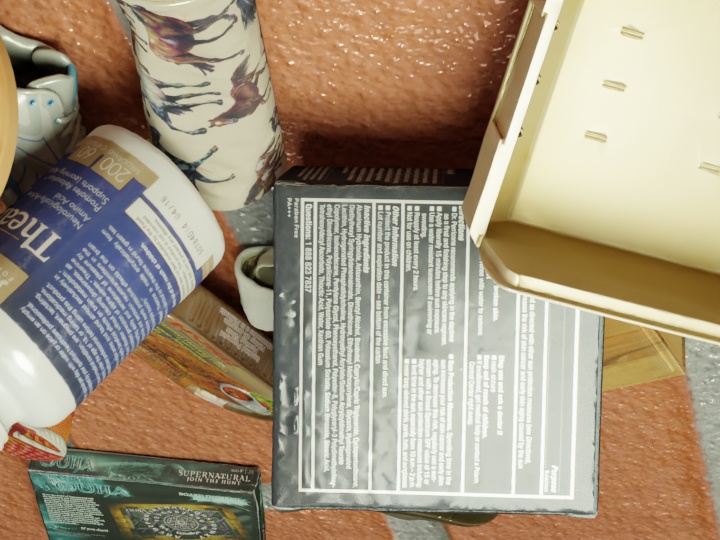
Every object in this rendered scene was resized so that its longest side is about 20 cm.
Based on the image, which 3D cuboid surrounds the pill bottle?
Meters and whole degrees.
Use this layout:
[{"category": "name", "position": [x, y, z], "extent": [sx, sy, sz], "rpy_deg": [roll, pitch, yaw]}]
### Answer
[{"category": "pill bottle", "position": [-0.182, 0.018, 0.974], "extent": [0.111, 0.200, 0.111], "rpy_deg": [36, 158, 18]}]

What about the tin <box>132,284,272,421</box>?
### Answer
[{"category": "tin", "position": [-0.121, 0.049, 1.212], "extent": [0.111, 0.042, 0.200], "rpy_deg": [6, 153, 46]}]

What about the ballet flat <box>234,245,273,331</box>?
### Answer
[{"category": "ballet flat", "position": [0.000, 0.000, 1.134], "extent": [0.199, 0.070, 0.070], "rpy_deg": [-8, 142, 25]}]

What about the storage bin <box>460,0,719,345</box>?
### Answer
[{"category": "storage bin", "position": [0.177, -0.077, 0.891], "extent": [0.197, 0.094, 0.201], "rpy_deg": [13, 112, -10]}]

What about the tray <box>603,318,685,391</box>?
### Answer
[{"category": "tray", "position": [0.123, 0.058, 1.214], "extent": [0.199, 0.037, 0.099], "rpy_deg": [-16, 139, 27]}]

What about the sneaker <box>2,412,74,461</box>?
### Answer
[{"category": "sneaker", "position": [-0.267, 0.082, 1.265], "extent": [0.072, 0.078, 0.200], "rpy_deg": [3, 157, 5]}]

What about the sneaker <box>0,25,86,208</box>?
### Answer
[{"category": "sneaker", "position": [-0.197, -0.090, 1.033], "extent": [0.086, 0.075, 0.200], "rpy_deg": [-21, 136, 25]}]

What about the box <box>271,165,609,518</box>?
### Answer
[{"category": "box", "position": [0.048, 0.040, 1.038], "extent": [0.197, 0.202, 0.123], "rpy_deg": [2, -172, 3]}]

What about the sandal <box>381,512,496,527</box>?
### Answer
[{"category": "sandal", "position": [0.024, 0.157, 1.351], "extent": [0.199, 0.082, 0.054], "rpy_deg": [17, 166, -26]}]

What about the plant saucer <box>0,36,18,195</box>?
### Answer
[{"category": "plant saucer", "position": [-0.293, -0.086, 0.949], "extent": [0.198, 0.202, 0.037], "rpy_deg": [-1, 173, 11]}]

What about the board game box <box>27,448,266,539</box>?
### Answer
[{"category": "board game box", "position": [-0.184, 0.206, 1.474], "extent": [0.198, 0.028, 0.136], "rpy_deg": [5, 144, 3]}]

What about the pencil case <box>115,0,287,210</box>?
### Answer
[{"category": "pencil case", "position": [-0.097, -0.117, 0.971], "extent": [0.089, 0.078, 0.201], "rpy_deg": [-10, 144, -1]}]
